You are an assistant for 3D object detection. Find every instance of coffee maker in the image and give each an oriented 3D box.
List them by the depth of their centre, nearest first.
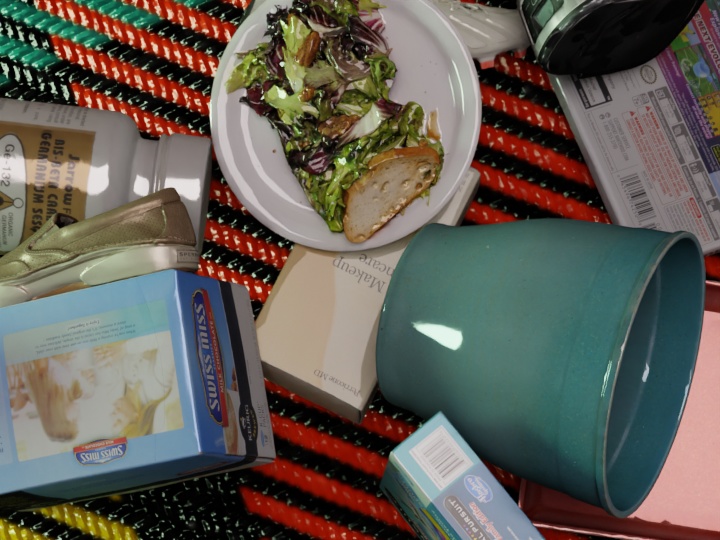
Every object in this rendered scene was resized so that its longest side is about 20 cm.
[{"bbox_3d":[0.172,-0.259,1.765,0.192,0.135,0.200,-25,70,-13],"label":"coffee maker"}]

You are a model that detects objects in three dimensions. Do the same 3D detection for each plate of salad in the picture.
[{"bbox_3d":[-0.014,-0.114,1.707,0.199,0.048,0.201,0,89,12],"label":"plate of salad"}]

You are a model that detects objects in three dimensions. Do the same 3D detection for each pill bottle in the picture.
[{"bbox_3d":[-0.211,-0.063,1.742,0.199,0.114,0.115,6,78,-1],"label":"pill bottle"}]

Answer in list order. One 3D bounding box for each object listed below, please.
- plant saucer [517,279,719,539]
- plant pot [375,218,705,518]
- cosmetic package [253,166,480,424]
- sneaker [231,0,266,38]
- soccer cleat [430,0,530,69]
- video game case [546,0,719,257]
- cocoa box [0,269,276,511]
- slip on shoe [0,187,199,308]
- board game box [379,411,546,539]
[{"bbox_3d":[0.224,0.104,1.763,0.199,0.037,0.200,8,78,1],"label":"plant saucer"},{"bbox_3d":[0.119,0.052,1.666,0.187,0.200,0.201,13,77,22],"label":"plant pot"},{"bbox_3d":[0.000,0.000,1.758,0.105,0.071,0.200,25,78,4],"label":"cosmetic package"},{"bbox_3d":[-0.045,-0.181,1.799,0.088,0.077,0.200,26,81,-7],"label":"sneaker"},{"bbox_3d":[0.043,-0.185,1.779,0.199,0.069,0.078,-8,100,-20],"label":"soccer cleat"},{"bbox_3d":[0.252,-0.112,1.799,0.182,0.023,0.200,-19,73,-12],"label":"video game case"},{"bbox_3d":[-0.181,0.087,1.671,0.199,0.131,0.134,-13,79,19],"label":"cocoa box"},{"bbox_3d":[-0.208,-0.009,1.677,0.199,0.076,0.061,-13,83,25],"label":"slip on shoe"},{"bbox_3d":[0.079,0.184,1.658,0.047,0.200,0.151,-38,82,-9],"label":"board game box"}]
